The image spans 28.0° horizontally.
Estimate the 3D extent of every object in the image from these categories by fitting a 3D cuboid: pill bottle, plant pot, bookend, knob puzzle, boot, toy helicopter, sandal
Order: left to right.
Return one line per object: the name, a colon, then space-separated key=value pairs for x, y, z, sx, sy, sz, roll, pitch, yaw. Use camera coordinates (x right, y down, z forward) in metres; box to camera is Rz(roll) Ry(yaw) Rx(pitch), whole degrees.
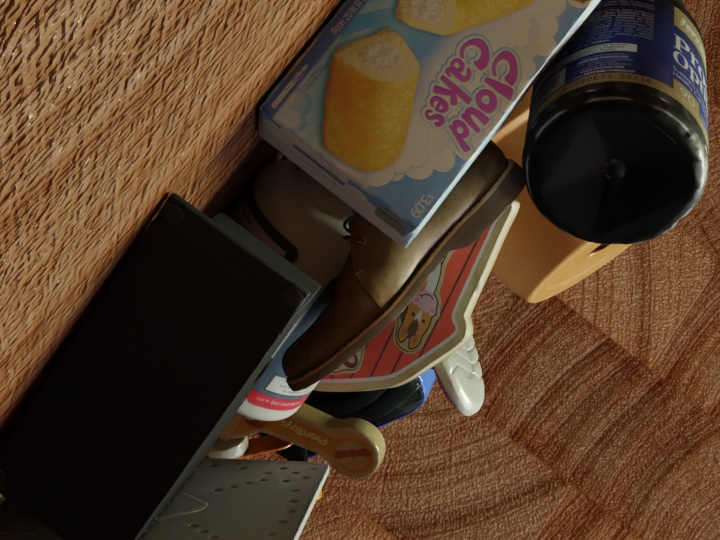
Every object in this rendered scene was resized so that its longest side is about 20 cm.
bookend: x=-0.104 y=0.047 z=0.867 sx=0.200 sy=0.092 sz=0.199 roll=-54 pitch=179 yaw=14
toy helicopter: x=-0.077 y=0.116 z=1.125 sx=0.079 sy=0.200 sz=0.132 roll=-50 pitch=159 yaw=-59
pill bottle: x=-0.040 y=-0.006 z=0.991 sx=0.200 sy=0.120 sz=0.120 roll=-53 pitch=178 yaw=21
knob puzzle: x=0.000 y=0.000 z=1.054 sx=0.030 sy=0.220 sz=0.220 roll=4 pitch=128 yaw=-55
boot: x=0.010 y=-0.012 z=0.905 sx=0.200 sy=0.075 sz=0.074 roll=-48 pitch=-168 yaw=0
sandal: x=0.037 y=0.022 z=1.093 sx=0.050 sy=0.203 sz=0.082 roll=-30 pitch=161 yaw=22
plant pot: x=0.143 y=-0.069 z=1.102 sx=0.200 sy=0.140 sz=0.200 roll=-32 pitch=166 yaw=-9
pill bottle: x=0.167 y=-0.116 z=0.931 sx=0.112 sy=0.112 sz=0.200 roll=-54 pitch=-167 yaw=37

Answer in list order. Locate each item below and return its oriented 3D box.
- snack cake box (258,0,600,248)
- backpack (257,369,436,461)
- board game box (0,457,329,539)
snack cake box: x=0.045 y=-0.128 z=0.851 sx=0.200 sy=0.115 sz=0.067 roll=-52 pitch=178 yaw=-10
backpack: x=-0.022 y=0.042 z=1.205 sx=0.200 sy=0.163 sz=0.168 roll=-25 pitch=-152 yaw=47
board game box: x=-0.132 y=0.160 z=0.916 sx=0.200 sy=0.200 sz=0.026 roll=-55 pitch=146 yaw=-78
